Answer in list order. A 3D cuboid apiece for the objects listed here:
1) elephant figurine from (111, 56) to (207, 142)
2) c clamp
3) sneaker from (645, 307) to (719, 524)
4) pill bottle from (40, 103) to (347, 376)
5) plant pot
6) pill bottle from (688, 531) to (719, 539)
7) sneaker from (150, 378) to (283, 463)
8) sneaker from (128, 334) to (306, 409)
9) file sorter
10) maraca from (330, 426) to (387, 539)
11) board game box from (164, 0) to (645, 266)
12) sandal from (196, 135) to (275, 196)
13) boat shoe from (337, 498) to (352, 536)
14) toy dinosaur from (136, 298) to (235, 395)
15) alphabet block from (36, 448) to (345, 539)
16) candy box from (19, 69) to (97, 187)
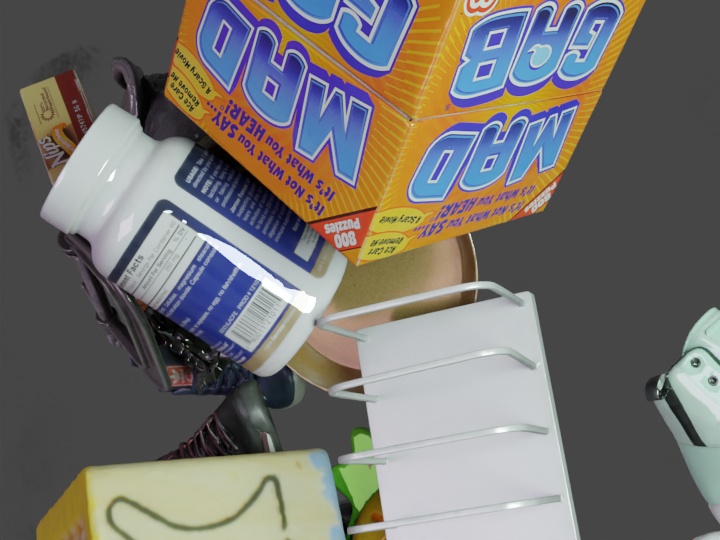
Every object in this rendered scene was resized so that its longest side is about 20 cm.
[{"bbox_3d":[-0.166,-0.130,0.958,0.155,0.141,0.201,-38,55,14],"label":"elephant figurine"},{"bbox_3d":[-0.222,0.029,0.955,0.171,0.027,0.201,49,159,22],"label":"c clamp"},{"bbox_3d":[0.251,0.065,0.633,0.119,0.074,0.200,57,136,8],"label":"sneaker"},{"bbox_3d":[-0.118,-0.023,0.779,0.199,0.116,0.116,35,132,-11],"label":"pill bottle"},{"bbox_3d":[0.000,0.000,0.858,0.198,0.027,0.202,4,101,22],"label":"plant pot"},{"bbox_3d":[0.210,0.234,0.698,0.200,0.112,0.113,-38,75,43],"label":"pill bottle"},{"bbox_3d":[-0.135,0.168,0.963,0.200,0.115,0.076,105,144,-60],"label":"sneaker"},{"bbox_3d":[-0.139,0.092,1.015,0.199,0.084,0.076,10,109,42],"label":"sneaker"},{"bbox_3d":[0.057,0.118,0.742,0.138,0.124,0.202,-13,75,18],"label":"file sorter"},{"bbox_3d":[0.047,0.212,0.852,0.136,0.107,0.202,-20,80,12],"label":"maraca"},{"bbox_3d":[0.030,-0.157,0.699,0.200,0.199,0.201,41,127,28],"label":"board game box"},{"bbox_3d":[-0.096,-0.078,0.843,0.199,0.054,0.081,-22,120,27],"label":"sandal"},{"bbox_3d":[-0.041,0.244,0.972,0.200,0.071,0.072,-40,74,42],"label":"boat shoe"},{"bbox_3d":[-0.158,0.027,0.936,0.135,0.200,0.102,39,92,-12],"label":"toy dinosaur"},{"bbox_3d":[-0.133,0.262,0.866,0.196,0.198,0.197,-47,49,52],"label":"alphabet block"},{"bbox_3d":[-0.240,-0.071,1.001,0.201,0.055,0.116,79,167,-59],"label":"candy box"}]
